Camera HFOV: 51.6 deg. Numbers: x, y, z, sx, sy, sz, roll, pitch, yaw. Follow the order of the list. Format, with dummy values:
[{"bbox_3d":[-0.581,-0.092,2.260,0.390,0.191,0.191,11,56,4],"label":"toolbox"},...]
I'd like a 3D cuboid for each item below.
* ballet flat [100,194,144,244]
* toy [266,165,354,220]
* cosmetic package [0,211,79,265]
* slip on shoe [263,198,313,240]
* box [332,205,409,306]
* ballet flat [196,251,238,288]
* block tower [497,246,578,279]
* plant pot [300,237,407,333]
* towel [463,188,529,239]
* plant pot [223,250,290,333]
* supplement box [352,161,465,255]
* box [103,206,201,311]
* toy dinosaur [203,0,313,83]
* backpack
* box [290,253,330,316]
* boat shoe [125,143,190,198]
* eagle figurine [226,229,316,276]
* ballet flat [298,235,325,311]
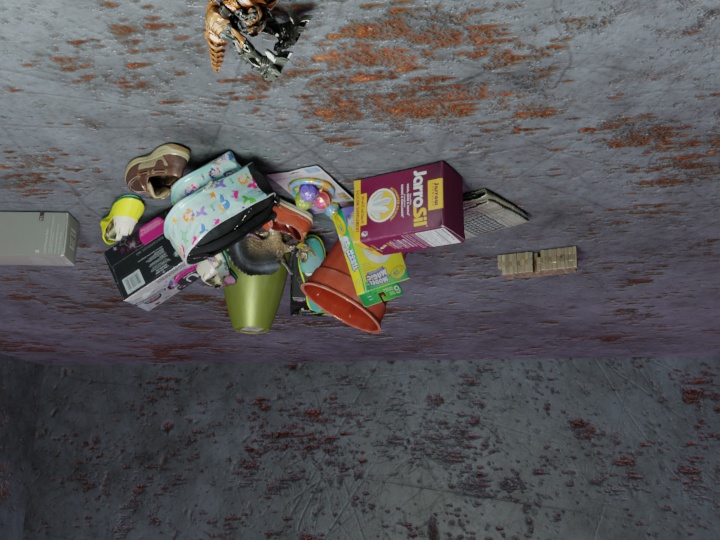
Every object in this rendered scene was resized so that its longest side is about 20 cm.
[{"bbox_3d":[-0.519,-0.103,1.620,0.066,0.068,0.199,12,160,-31],"label":"ballet flat"},{"bbox_3d":[-0.090,-0.143,1.490,0.113,0.048,0.200,-7,163,24],"label":"toy"},{"bbox_3d":[-0.746,-0.071,1.675,0.196,0.109,0.090,0,165,-3],"label":"cosmetic package"},{"bbox_3d":[-0.192,-0.117,1.540,0.197,0.062,0.074,21,159,-22],"label":"slip on shoe"},{"bbox_3d":[0.025,-0.036,1.526,0.116,0.203,0.048,-16,177,-35],"label":"box"},{"bbox_3d":[-0.310,-0.005,1.584,0.071,0.069,0.201,-37,162,-12],"label":"ballet flat"},{"bbox_3d":[0.450,-0.018,1.879,0.197,0.055,0.058,-7,163,26],"label":"block tower"},{"bbox_3d":[0.000,0.000,1.634,0.198,0.197,0.201,26,163,9],"label":"plant pot"},{"bbox_3d":[0.239,-0.112,1.603,0.190,0.035,0.198,-12,158,39],"label":"towel"},{"bbox_3d":[-0.274,0.053,1.897,0.183,0.204,0.187,1,164,0],"label":"plant pot"},{"bbox_3d":[0.092,-0.114,1.430,0.197,0.133,0.103,-9,161,30],"label":"supplement box"},{"bbox_3d":[-0.434,-0.023,1.635,0.198,0.133,0.115,-32,161,4],"label":"box"},{"bbox_3d":[-0.138,-0.306,0.901,0.135,0.103,0.200,31,169,-16],"label":"toy dinosaur"},{"bbox_3d":[-0.266,-0.107,1.357,0.199,0.151,0.178,-41,177,-20],"label":"backpack"},{"bbox_3d":[-0.114,0.042,1.988,0.145,0.127,0.200,2,163,-7],"label":"box"},{"bbox_3d":[-0.380,-0.169,1.375,0.071,0.073,0.198,16,158,-42],"label":"boat shoe"},{"bbox_3d":[-0.214,-0.064,1.644,0.196,0.154,0.151,-5,177,-20],"label":"eagle figurine"},{"bbox_3d":[-0.114,0.001,1.815,0.065,0.204,0.067,-3,-156,2],"label":"ballet flat"}]
